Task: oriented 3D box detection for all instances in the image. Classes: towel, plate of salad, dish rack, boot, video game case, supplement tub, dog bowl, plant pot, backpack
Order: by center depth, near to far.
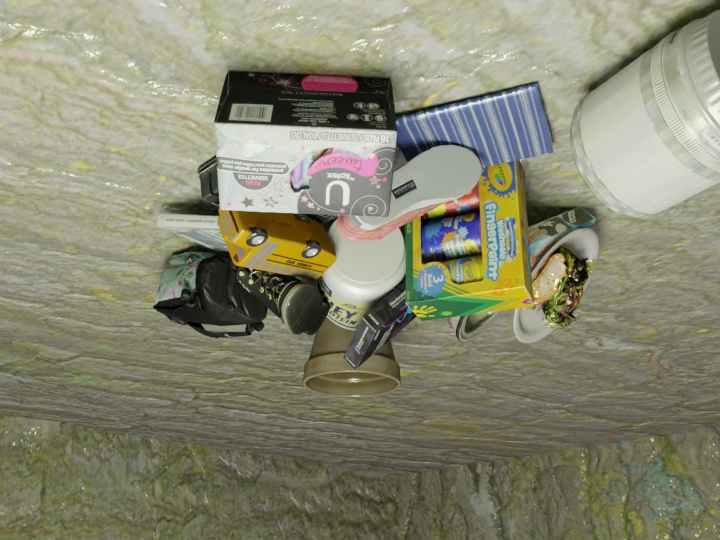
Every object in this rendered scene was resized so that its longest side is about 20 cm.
[{"bbox_3d":[0.143,-0.177,1.001,0.196,0.024,0.145,-10,153,19],"label":"towel"},{"bbox_3d":[-0.119,-0.113,1.111,0.198,0.056,0.152,19,152,-41],"label":"dish rack"},{"bbox_3d":[0.307,0.030,1.175,0.048,0.202,0.199,36,-179,37],"label":"plate of salad"},{"bbox_3d":[-0.133,0.029,1.189,0.152,0.074,0.204,35,175,13],"label":"boot"},{"bbox_3d":[-0.190,-0.049,1.219,0.178,0.024,0.199,4,168,28],"label":"video game case"},{"bbox_3d":[0.000,0.000,1.253,0.141,0.148,0.201,2,157,-4],"label":"supplement tub"},{"bbox_3d":[0.202,0.016,1.259,0.199,0.074,0.202,-39,155,-22],"label":"dog bowl"},{"bbox_3d":[-0.268,0.037,1.349,0.197,0.129,0.166,-6,149,44],"label":"backpack"},{"bbox_3d":[-0.015,0.148,1.562,0.195,0.177,0.201,1,157,0],"label":"plant pot"}]

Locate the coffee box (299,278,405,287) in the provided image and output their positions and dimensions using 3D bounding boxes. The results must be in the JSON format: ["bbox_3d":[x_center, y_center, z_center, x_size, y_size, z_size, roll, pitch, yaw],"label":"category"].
[{"bbox_3d":[-0.021,0.035,1.419,0.195,0.082,0.113,7,155,-15],"label":"coffee box"}]

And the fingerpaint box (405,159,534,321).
[{"bbox_3d":[0.148,-0.047,1.067,0.163,0.204,0.073,-8,154,22],"label":"fingerpaint box"}]

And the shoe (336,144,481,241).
[{"bbox_3d":[0.060,-0.099,1.007,0.197,0.073,0.091,-25,177,-22],"label":"shoe"}]

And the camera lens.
[{"bbox_3d":[0.342,-0.162,0.843,0.157,0.163,0.199,13,155,-27],"label":"camera lens"}]

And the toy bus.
[{"bbox_3d":[-0.119,-0.042,1.082,0.078,0.066,0.198,-41,149,27],"label":"toy bus"}]

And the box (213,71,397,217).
[{"bbox_3d":[-0.061,-0.144,0.888,0.195,0.133,0.117,1,129,-3],"label":"box"}]

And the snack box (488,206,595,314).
[{"bbox_3d":[0.267,-0.017,1.170,0.197,0.037,0.118,-20,137,-34],"label":"snack box"}]

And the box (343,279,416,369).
[{"bbox_3d":[0.063,0.063,1.239,0.199,0.036,0.144,-37,164,-29],"label":"box"}]
